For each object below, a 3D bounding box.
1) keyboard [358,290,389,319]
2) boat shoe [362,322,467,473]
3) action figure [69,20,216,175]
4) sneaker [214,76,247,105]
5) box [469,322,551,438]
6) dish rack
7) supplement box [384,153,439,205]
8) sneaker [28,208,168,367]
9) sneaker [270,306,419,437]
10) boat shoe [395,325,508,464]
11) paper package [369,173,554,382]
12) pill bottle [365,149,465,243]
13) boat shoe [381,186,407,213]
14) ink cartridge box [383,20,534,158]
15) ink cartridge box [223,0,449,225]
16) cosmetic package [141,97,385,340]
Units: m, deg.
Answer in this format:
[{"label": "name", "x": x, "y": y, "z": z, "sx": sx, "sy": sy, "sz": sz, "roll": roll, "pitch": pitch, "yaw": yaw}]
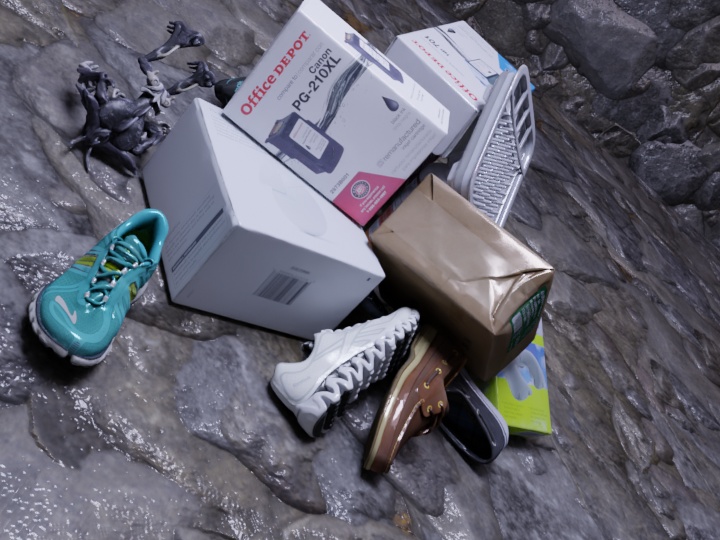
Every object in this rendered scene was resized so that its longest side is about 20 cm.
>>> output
[{"label": "keyboard", "x": 0.000, "y": 0.000, "z": 1.052, "sx": 0.104, "sy": 0.040, "sz": 0.200, "roll": 45, "pitch": 5, "yaw": -30}, {"label": "boat shoe", "x": 0.062, "y": 0.136, "z": 0.925, "sx": 0.067, "sy": 0.072, "sz": 0.200, "roll": 27, "pitch": 43, "yaw": 6}, {"label": "action figure", "x": -0.253, "y": -0.186, "z": 0.975, "sx": 0.200, "sy": 0.102, "sz": 0.119, "roll": -46, "pitch": 124, "yaw": -27}, {"label": "sneaker", "x": -0.143, "y": -0.249, "z": 1.253, "sx": 0.079, "sy": 0.076, "sz": 0.200, "roll": 9, "pitch": 4, "yaw": 10}, {"label": "box", "x": 0.190, "y": 0.110, "z": 1.139, "sx": 0.122, "sy": 0.048, "sz": 0.201, "roll": 18, "pitch": 63, "yaw": -43}, {"label": "dish rack", "x": 0.156, "y": -0.129, "z": 1.053, "sx": 0.043, "sy": 0.200, "sz": 0.172, "roll": 14, "pitch": -25, "yaw": 22}, {"label": "supplement box", "x": 0.040, "y": -0.175, "z": 1.254, "sx": 0.110, "sy": 0.200, "sz": 0.086, "roll": 48, "pitch": -8, "yaw": 7}, {"label": "sneaker", "x": -0.220, "y": 0.006, "z": 0.757, "sx": 0.077, "sy": 0.080, "sz": 0.200, "roll": 36, "pitch": 27, "yaw": -15}, {"label": "sneaker", "x": -0.010, "y": 0.084, "z": 0.907, "sx": 0.081, "sy": 0.075, "sz": 0.200, "roll": 37, "pitch": 44, "yaw": 19}, {"label": "boat shoe", "x": 0.093, "y": 0.145, "z": 1.022, "sx": 0.200, "sy": 0.070, "sz": 0.066, "roll": 51, "pitch": 26, "yaw": -1}, {"label": "paper package", "x": 0.114, "y": 0.016, "z": 1.011, "sx": 0.190, "sy": 0.103, "sz": 0.200, "roll": 39, "pitch": -15, "yaw": 19}, {"label": "pill bottle", "x": 0.101, "y": -0.073, "z": 1.197, "sx": 0.112, "sy": 0.200, "sz": 0.112, "roll": 33, "pitch": 28, "yaw": -20}, {"label": "boat shoe", "x": 0.103, "y": -0.047, "z": 1.315, "sx": 0.200, "sy": 0.075, "sz": 0.062, "roll": 49, "pitch": 21, "yaw": -1}, {"label": "ink cartridge box", "x": 0.122, "y": -0.243, "z": 1.157, "sx": 0.146, "sy": 0.086, "sz": 0.200, "roll": 45, "pitch": 34, "yaw": 9}, {"label": "ink cartridge box", "x": -0.025, "y": -0.172, "z": 0.948, "sx": 0.200, "sy": 0.145, "sz": 0.084, "roll": 38, "pitch": 25, "yaw": -12}, {"label": "cosmetic package", "x": -0.109, "y": -0.051, "z": 0.951, "sx": 0.199, "sy": 0.123, "sz": 0.200, "roll": 20, "pitch": 36, "yaw": -40}]
